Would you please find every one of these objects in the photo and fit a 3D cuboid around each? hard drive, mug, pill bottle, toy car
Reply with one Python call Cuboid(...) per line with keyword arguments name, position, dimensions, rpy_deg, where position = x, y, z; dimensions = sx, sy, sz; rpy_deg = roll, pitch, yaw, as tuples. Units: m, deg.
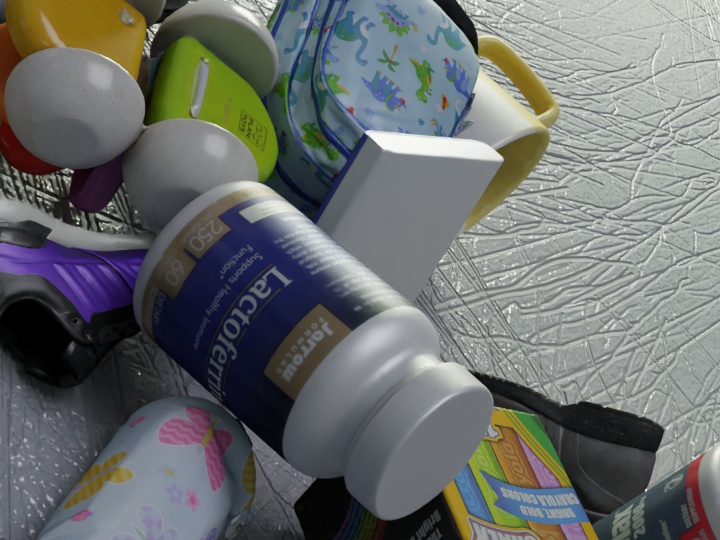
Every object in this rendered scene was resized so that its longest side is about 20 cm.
Cuboid(name="hard drive", position=(0.000, 0.000, 1.302), dimensions=(0.025, 0.200, 0.132), rpy_deg=(45, 26, 29))
Cuboid(name="mug", position=(0.048, -0.113, 1.547), dimensions=(0.153, 0.149, 0.187), rpy_deg=(51, 20, 15))
Cuboid(name="pill bottle", position=(-0.027, 0.046, 1.145), dimensions=(0.200, 0.116, 0.116), rpy_deg=(39, 25, 27))
Cuboid(name="pill bottle", position=(0.191, 0.206, 1.275), dimensions=(0.120, 0.200, 0.120), rpy_deg=(33, 35, -27))
Cuboid(name="toy car", position=(-0.152, -0.100, 1.253), dimensions=(0.200, 0.150, 0.175), rpy_deg=(31, 40, -24))

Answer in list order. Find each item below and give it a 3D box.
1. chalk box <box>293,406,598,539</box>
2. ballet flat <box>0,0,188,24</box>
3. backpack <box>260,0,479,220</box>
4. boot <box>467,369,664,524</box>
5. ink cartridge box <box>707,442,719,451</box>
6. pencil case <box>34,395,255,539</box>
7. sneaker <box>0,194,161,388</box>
Cuboid(name="chalk box", position=(0.066, 0.190, 1.194), dimensions=(0.124, 0.125, 0.200), rpy_deg=(13, 39, -37))
Cuboid(name="ballet flat", position=(-0.197, -0.187, 1.395), dimensions=(0.200, 0.057, 0.067), rpy_deg=(-16, 99, -51))
Cuboid(name="backpack", position=(-0.001, -0.125, 1.362), dimensions=(0.163, 0.154, 0.200), rpy_deg=(45, 63, -25))
Cuboid(name="boot", position=(0.104, 0.145, 1.392), dimensions=(0.070, 0.200, 0.132), rpy_deg=(23, 82, -69))
Cuboid(name="ink cartridge box", position=(0.335, 0.191, 1.586), dimensions=(0.084, 0.145, 0.200), rpy_deg=(48, 32, -8))
Cuboid(name="pencil case", position=(-0.126, 0.151, 1.099), dimensions=(0.091, 0.083, 0.200), rpy_deg=(64, 28, -16))
Cuboid(name="sneaker", position=(-0.166, 0.026, 1.196), dimensions=(0.200, 0.070, 0.100), rpy_deg=(15, 56, -42))
